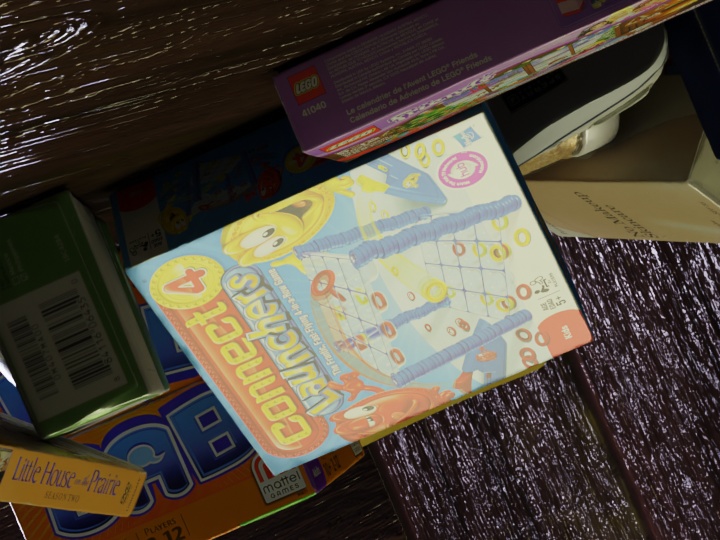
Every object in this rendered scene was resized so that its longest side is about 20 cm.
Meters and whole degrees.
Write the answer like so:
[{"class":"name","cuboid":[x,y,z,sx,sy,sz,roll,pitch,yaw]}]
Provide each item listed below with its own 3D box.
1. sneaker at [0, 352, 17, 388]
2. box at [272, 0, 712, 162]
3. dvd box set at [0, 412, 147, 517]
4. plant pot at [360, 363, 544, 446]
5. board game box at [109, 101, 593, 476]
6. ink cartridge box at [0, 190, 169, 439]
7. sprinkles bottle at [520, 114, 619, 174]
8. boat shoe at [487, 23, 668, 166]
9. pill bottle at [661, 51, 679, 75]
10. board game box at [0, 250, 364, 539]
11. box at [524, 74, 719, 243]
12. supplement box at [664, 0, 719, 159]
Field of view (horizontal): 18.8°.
[{"class":"sneaker","cuboid":[-0.184,0.039,1.306,0.074,0.087,0.200,-26,179,13]},{"class":"box","cuboid":[0.067,-0.106,0.974,0.199,0.039,0.137,-24,178,8]},{"class":"dvd box set","cuboid":[-0.203,0.076,1.025,0.146,0.029,0.200,19,177,17]},{"class":"plant pot","cuboid":[0.037,0.006,1.715,0.195,0.195,0.200,-23,169,-8]},{"class":"board game box","cuboid":[0.000,0.000,1.143,0.195,0.056,0.200,-24,137,7]},{"class":"ink cartridge box","cuboid":[-0.144,0.025,1.092,0.059,0.104,0.200,-23,179,-3]},{"class":"sprinkles bottle","cuboid":[0.057,-0.074,1.317,0.199,0.068,0.068,-23,178,-16]},{"class":"boat shoe","cuboid":[0.078,-0.082,1.206,0.202,0.075,0.086,-30,161,2]},{"class":"pill bottle","cuboid":[0.260,-0.138,1.411,0.108,0.109,0.200,-23,178,-17]},{"class":"board game box","cuboid":[-0.139,0.090,1.533,0.199,0.200,0.200,-24,178,9]},{"class":"box","cuboid":[0.179,-0.071,1.397,0.095,0.078,0.200,30,164,-32]},{"class":"supplement box","cuboid":[0.269,-0.150,1.164,0.199,0.110,0.109,-23,178,-1]}]
